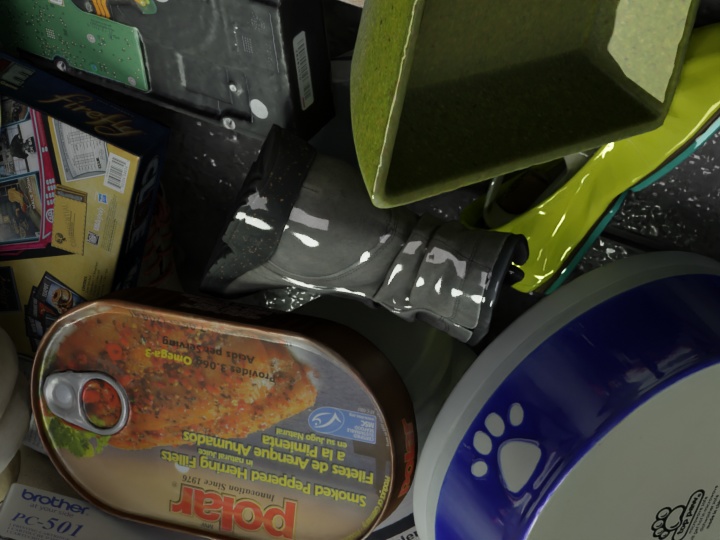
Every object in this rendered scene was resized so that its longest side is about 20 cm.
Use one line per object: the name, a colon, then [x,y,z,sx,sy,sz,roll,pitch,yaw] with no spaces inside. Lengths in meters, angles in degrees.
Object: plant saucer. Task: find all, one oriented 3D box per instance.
plant saucer: [0.070,-0.139,0.877,0.048,0.200,0.200,29,120,32]

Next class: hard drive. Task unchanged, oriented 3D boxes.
hard drive: [-0.106,-0.144,1.041,0.200,0.038,0.140,19,136,30]

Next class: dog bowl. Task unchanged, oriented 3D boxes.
dog bowl: [0.128,0.094,1.064,0.079,0.200,0.200,47,150,41]

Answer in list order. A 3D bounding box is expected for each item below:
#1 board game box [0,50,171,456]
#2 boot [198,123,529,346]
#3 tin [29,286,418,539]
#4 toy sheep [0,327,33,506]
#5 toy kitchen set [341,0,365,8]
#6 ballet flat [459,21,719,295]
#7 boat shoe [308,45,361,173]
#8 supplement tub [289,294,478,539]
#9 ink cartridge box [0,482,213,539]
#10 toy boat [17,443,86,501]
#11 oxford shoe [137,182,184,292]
board game box: [-0.178,-0.010,1.144,0.135,0.035,0.200,25,126,11]
boot: [0.000,0.000,1.048,0.131,0.070,0.200,23,173,-5]
tin: [-0.065,0.071,1.074,0.200,0.042,0.112,10,106,26]
toy sheep: [-0.235,0.051,1.104,0.138,0.138,0.200,-13,133,33]
toy kitchen set: [-0.052,-0.208,0.866,0.200,0.163,0.181,19,110,9]
ballet flat: [0.109,-0.059,1.035,0.067,0.067,0.200,36,136,-6]
boat shoe: [0.026,-0.079,1.049,0.200,0.065,0.074,-10,108,59]
supplement tub: [0.024,0.121,1.176,0.140,0.140,0.200,-10,124,31]
ink cartridge box: [-0.087,0.176,1.119,0.199,0.044,0.094,15,123,0]
toy boat: [-0.154,0.164,1.249,0.130,0.131,0.200,26,180,2]
oxford shoe: [-0.125,-0.007,1.181,0.075,0.071,0.200,-19,119,33]
